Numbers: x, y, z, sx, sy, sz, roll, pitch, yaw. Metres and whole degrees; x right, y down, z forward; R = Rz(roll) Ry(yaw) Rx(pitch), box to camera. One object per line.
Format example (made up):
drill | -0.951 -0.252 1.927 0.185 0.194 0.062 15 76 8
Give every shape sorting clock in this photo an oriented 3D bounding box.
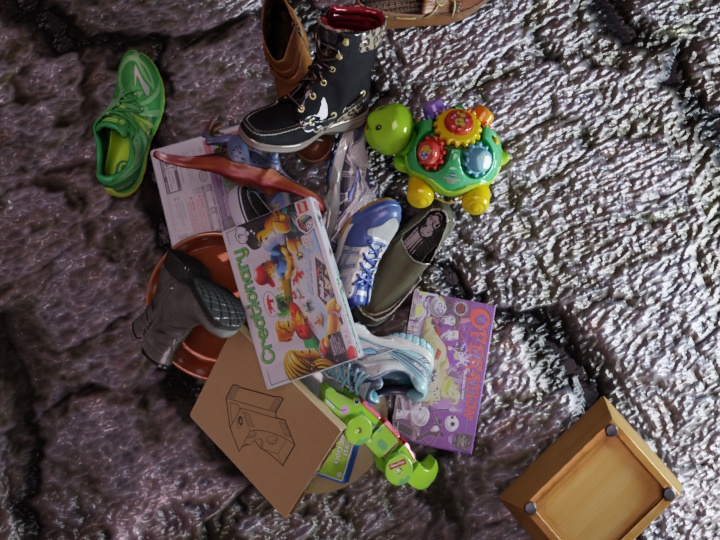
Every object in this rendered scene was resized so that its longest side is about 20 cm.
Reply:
shape sorting clock | -0.059 0.200 1.037 0.194 0.039 0.207 0 90 -1

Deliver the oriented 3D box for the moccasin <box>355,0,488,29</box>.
moccasin | 0.089 -0.383 1.047 0.195 0.078 0.076 -4 86 2

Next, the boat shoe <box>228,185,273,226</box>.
boat shoe | -0.104 -0.041 0.993 0.068 0.073 0.202 -39 67 23

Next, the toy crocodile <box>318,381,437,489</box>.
toy crocodile | 0.022 0.214 0.989 0.062 0.067 0.200 -46 101 -7

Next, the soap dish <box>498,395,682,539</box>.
soap dish | 0.305 0.294 0.998 0.200 0.081 0.158 -43 86 0

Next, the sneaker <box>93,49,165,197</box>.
sneaker | -0.320 -0.205 1.049 0.072 0.084 0.206 8 86 3

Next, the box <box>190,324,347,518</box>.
box | -0.126 0.197 0.991 0.199 0.021 0.166 40 115 19

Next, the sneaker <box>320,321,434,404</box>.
sneaker | 0.000 0.120 0.970 0.194 0.079 0.088 6 44 -2

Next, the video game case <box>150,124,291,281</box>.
video game case | -0.188 -0.094 1.069 0.177 0.023 0.206 -15 85 1

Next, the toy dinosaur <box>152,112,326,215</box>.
toy dinosaur | -0.134 -0.116 0.988 0.198 0.106 0.181 -33 58 -24

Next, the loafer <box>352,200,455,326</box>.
loafer | 0.056 -0.015 1.030 0.074 0.070 0.202 35 88 4

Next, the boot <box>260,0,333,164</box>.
boot | -0.085 -0.253 1.007 0.074 0.155 0.206 -8 86 1

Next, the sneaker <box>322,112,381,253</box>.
sneaker | -0.008 -0.118 1.046 0.083 0.077 0.206 14 94 -7

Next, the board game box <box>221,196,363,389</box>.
board game box | -0.084 0.028 0.934 0.123 0.035 0.205 -19 84 12

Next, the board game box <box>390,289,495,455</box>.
board game box | 0.111 0.138 1.042 0.116 0.032 0.206 10 87 -1

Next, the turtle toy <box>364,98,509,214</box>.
turtle toy | 0.101 -0.165 0.997 0.194 0.102 0.149 7 56 2

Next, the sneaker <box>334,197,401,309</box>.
sneaker | 0.000 0.000 0.994 0.201 0.074 0.089 -53 47 27

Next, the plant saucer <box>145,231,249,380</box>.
plant saucer | -0.194 0.048 1.039 0.194 0.032 0.207 0 99 2

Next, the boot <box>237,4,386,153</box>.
boot | -0.053 -0.230 0.910 0.197 0.153 0.073 -21 56 -34

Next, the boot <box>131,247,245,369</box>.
boot | -0.218 0.070 0.949 0.067 0.199 0.133 21 101 -39
